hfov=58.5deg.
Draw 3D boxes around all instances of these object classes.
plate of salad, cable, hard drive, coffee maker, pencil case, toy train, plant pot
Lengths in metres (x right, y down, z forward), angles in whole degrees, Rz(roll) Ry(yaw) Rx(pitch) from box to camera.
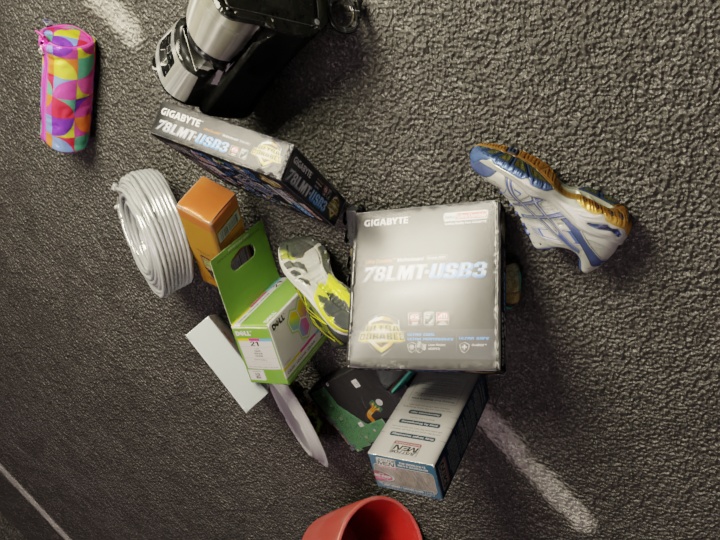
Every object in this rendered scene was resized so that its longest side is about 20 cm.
[{"bbox_3d":[-0.101,0.244,1.104,0.201,0.047,0.202,52,159,28],"label":"plate of salad"},{"bbox_3d":[-0.329,-0.060,1.029,0.199,0.068,0.205,1,109,61],"label":"cable"},{"bbox_3d":[0.018,0.213,1.047,0.199,0.038,0.141,-34,97,40],"label":"hard drive"},{"bbox_3d":[-0.131,-0.272,0.771,0.189,0.138,0.199,24,153,-25],"label":"coffee maker"},{"bbox_3d":[-0.472,-0.289,1.023,0.087,0.088,0.203,30,130,12],"label":"pencil case"},{"bbox_3d":[0.000,0.000,0.926,0.033,0.046,0.205,8,120,22],"label":"toy train"},{"bbox_3d":[-0.010,0.518,1.161,0.202,0.200,0.176,53,140,-7],"label":"plant pot"}]

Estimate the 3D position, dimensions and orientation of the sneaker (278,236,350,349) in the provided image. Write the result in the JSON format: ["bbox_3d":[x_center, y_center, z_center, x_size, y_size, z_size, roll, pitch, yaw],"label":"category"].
[{"bbox_3d":[-0.064,0.035,0.934,0.201,0.073,0.086,54,151,34],"label":"sneaker"}]

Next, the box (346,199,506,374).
[{"bbox_3d":[0.082,0.023,0.797,0.195,0.050,0.205,-2,79,24],"label":"box"}]

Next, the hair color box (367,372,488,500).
[{"bbox_3d":[0.100,0.213,0.888,0.098,0.200,0.062,0,119,31],"label":"hair color box"}]

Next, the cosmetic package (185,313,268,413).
[{"bbox_3d":[-0.216,0.147,1.069,0.152,0.051,0.200,50,172,-4],"label":"cosmetic package"}]

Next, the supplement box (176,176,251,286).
[{"bbox_3d":[-0.216,-0.045,0.977,0.065,0.069,0.202,26,149,15],"label":"supplement box"}]

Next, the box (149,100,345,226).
[{"bbox_3d":[-0.138,-0.134,0.837,0.194,0.200,0.051,21,86,20],"label":"box"}]

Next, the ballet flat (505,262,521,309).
[{"bbox_3d":[0.117,-0.003,0.844,0.196,0.071,0.072,13,124,26],"label":"ballet flat"}]

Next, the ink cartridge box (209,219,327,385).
[{"bbox_3d":[-0.129,0.045,0.964,0.074,0.148,0.205,-1,117,29],"label":"ink cartridge box"}]

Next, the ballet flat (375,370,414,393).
[{"bbox_3d":[0.087,0.095,0.907,0.073,0.073,0.200,44,119,0],"label":"ballet flat"}]

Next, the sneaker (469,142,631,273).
[{"bbox_3d":[0.202,-0.069,0.734,0.198,0.075,0.089,33,126,12],"label":"sneaker"}]
